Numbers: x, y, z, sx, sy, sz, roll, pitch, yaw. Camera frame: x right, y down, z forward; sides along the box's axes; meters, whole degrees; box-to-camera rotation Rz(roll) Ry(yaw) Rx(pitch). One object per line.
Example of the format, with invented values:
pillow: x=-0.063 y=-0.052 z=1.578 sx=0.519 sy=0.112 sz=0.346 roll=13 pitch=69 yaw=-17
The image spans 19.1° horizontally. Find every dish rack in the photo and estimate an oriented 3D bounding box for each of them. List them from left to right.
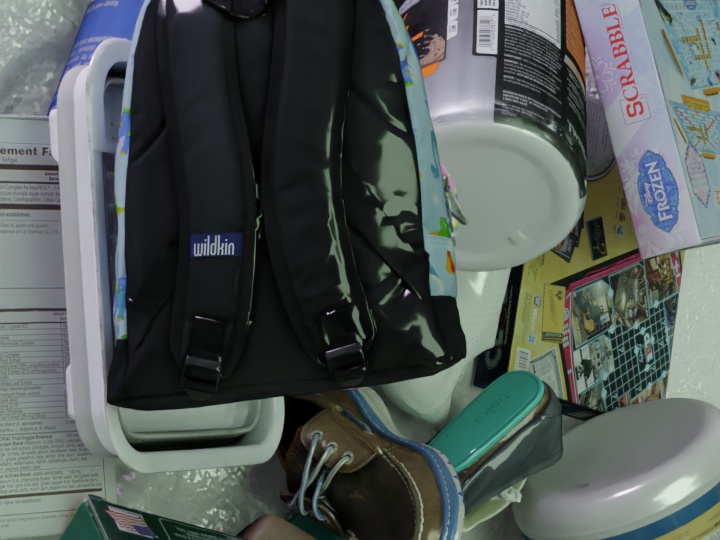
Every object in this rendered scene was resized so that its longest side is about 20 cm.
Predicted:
dish rack: x=-0.097 y=-0.003 z=1.036 sx=0.172 sy=0.043 sz=0.201 roll=6 pitch=79 yaw=-65

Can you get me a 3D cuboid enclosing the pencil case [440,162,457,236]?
pencil case: x=0.000 y=0.000 z=1.108 sx=0.087 sy=0.200 sz=0.088 roll=2 pitch=70 yaw=-5

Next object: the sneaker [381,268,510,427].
sneaker: x=0.065 y=0.002 z=1.312 sx=0.089 sy=0.075 sz=0.200 roll=51 pitch=59 yaw=-38

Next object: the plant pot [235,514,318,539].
plant pot: x=-0.028 y=0.229 z=1.147 sx=0.175 sy=0.200 sz=0.200 roll=47 pitch=59 yaw=-2

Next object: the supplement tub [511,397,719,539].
supplement tub: x=0.190 y=0.195 z=1.312 sx=0.145 sy=0.144 sz=0.200 roll=-33 pitch=107 yaw=-34

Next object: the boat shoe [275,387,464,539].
boat shoe: x=-0.008 y=0.115 z=1.171 sx=0.072 sy=0.200 sz=0.072 roll=12 pitch=102 yaw=-24

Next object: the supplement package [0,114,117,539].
supplement package: x=-0.222 y=0.034 z=1.044 sx=0.150 sy=0.152 sz=0.201 roll=-1 pitch=84 yaw=-36

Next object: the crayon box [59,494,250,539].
crayon box: x=-0.120 y=0.214 z=1.035 sx=0.127 sy=0.051 sz=0.200 roll=19 pitch=111 yaw=-34

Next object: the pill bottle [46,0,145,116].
pill bottle: x=-0.114 y=-0.075 z=1.161 sx=0.112 sy=0.112 sz=0.200 roll=28 pitch=69 yaw=-29

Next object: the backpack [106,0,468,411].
backpack: x=-0.037 y=-0.048 z=0.960 sx=0.154 sy=0.163 sz=0.201 roll=-21 pitch=102 yaw=-80

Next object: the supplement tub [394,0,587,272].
supplement tub: x=0.071 y=-0.107 z=1.255 sx=0.122 sy=0.122 sz=0.200 roll=36 pitch=37 yaw=-26

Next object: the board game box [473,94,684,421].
board game box: x=0.148 y=-0.007 z=1.381 sx=0.135 sy=0.035 sz=0.201 roll=20 pitch=73 yaw=-32

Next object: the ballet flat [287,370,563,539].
ballet flat: x=0.041 y=0.137 z=1.259 sx=0.200 sy=0.073 sz=0.073 roll=-34 pitch=103 yaw=-17

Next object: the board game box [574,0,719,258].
board game box: x=0.196 y=-0.112 z=1.333 sx=0.200 sy=0.041 sz=0.200 roll=-7 pitch=82 yaw=-65
